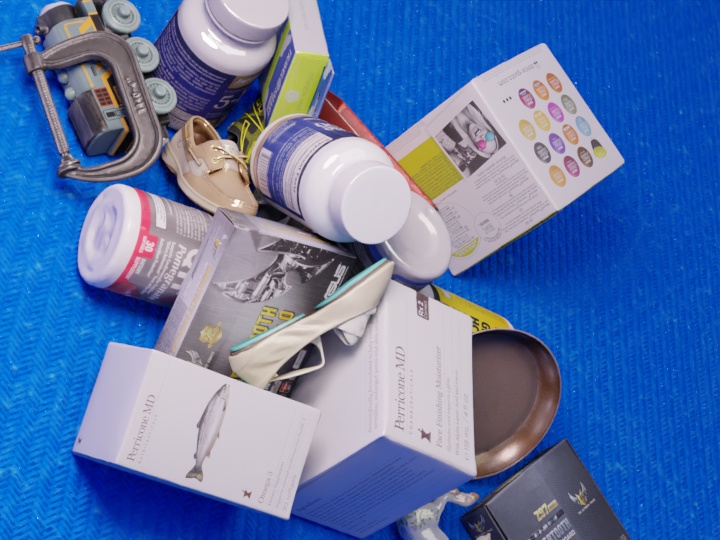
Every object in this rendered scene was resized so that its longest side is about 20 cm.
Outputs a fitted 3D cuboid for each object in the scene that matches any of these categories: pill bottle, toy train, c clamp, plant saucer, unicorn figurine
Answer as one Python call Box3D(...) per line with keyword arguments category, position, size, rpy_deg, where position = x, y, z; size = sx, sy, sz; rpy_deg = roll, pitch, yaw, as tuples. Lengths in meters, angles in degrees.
Box3D(category="pill bottle", position=(-0.190, -0.013, 1.604), size=(0.199, 0.111, 0.111), rpy_deg=(18, 53, -34))
Box3D(category="pill bottle", position=(-0.030, -0.094, 1.595), size=(0.111, 0.200, 0.111), rpy_deg=(-10, 111, -26))
Box3D(category="toy train", position=(-0.285, -0.220, 1.681), size=(0.114, 0.085, 0.201), rpy_deg=(-16, 75, -37))
Box3D(category="c clamp", position=(-0.308, -0.175, 1.611), size=(0.170, 0.027, 0.201), rpy_deg=(-24, 76, -12))
Box3D(category="pill bottle", position=(0.116, 0.091, 1.817), size=(0.200, 0.112, 0.113), rpy_deg=(24, 50, -30))
Box3D(category="pill bottle", position=(-0.165, -0.255, 1.712), size=(0.119, 0.200, 0.120), rpy_deg=(16, 56, -24))
Box3D(category="plant saucer", position=(0.004, -0.145, 1.851), size=(0.200, 0.037, 0.200), rpy_deg=(49, 7, 11))
Box3D(category="plant saucer", position=(0.141, 0.153, 1.772), size=(0.200, 0.201, 0.032), rpy_deg=(24, 12, -30))
Box3D(category="pill bottle", position=(0.000, 0.000, 1.705), size=(0.114, 0.200, 0.114), rpy_deg=(23, 51, -31))
Box3D(category="unicorn figurine", position=(0.093, 0.319, 1.687), size=(0.137, 0.074, 0.200), rpy_deg=(-20, 64, -38))

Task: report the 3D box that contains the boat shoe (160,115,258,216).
Box3D(category="boat shoe", position=(-0.161, -0.114, 1.659), size=(0.074, 0.069, 0.200), rpy_deg=(20, 16, -38))

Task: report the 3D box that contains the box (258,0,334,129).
Box3D(category="box", position=(-0.080, -0.246, 1.734), size=(0.047, 0.122, 0.200), rpy_deg=(7, 42, -19))

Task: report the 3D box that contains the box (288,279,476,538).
Box3D(category="box", position=(0.013, 0.150, 1.617), size=(0.130, 0.200, 0.200), rpy_deg=(25, 49, -30))

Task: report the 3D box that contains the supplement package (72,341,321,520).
Box3D(category="supplement package", position=(-0.161, 0.159, 1.486), size=(0.200, 0.117, 0.117), rpy_deg=(23, 79, -30))

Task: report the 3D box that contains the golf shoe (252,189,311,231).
Box3D(category="golf shoe", position=(-0.064, -0.077, 1.809), size=(0.200, 0.077, 0.088), rpy_deg=(-28, 115, -57))

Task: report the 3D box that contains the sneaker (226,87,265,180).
Box3D(category="sneaker", position=(-0.122, -0.175, 1.803), size=(0.200, 0.084, 0.075), rpy_deg=(-95, 173, -55))

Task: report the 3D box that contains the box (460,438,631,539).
Box3D(category="box", position=(0.228, 0.314, 1.820), size=(0.200, 0.051, 0.158), rpy_deg=(-27, 82, -48))

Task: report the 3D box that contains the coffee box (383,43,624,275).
Box3D(category="coffee box", position=(0.183, -0.144, 1.971), size=(0.200, 0.200, 0.198), rpy_deg=(-32, 88, -49))

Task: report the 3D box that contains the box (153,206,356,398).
Box3D(category="box", position=(-0.115, 0.045, 1.578), size=(0.158, 0.201, 0.048), rpy_deg=(15, 19, -37))

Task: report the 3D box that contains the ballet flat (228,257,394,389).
Box3D(category="ballet flat", position=(-0.040, 0.062, 1.553), size=(0.200, 0.069, 0.070), rpy_deg=(-30, 83, -4))
